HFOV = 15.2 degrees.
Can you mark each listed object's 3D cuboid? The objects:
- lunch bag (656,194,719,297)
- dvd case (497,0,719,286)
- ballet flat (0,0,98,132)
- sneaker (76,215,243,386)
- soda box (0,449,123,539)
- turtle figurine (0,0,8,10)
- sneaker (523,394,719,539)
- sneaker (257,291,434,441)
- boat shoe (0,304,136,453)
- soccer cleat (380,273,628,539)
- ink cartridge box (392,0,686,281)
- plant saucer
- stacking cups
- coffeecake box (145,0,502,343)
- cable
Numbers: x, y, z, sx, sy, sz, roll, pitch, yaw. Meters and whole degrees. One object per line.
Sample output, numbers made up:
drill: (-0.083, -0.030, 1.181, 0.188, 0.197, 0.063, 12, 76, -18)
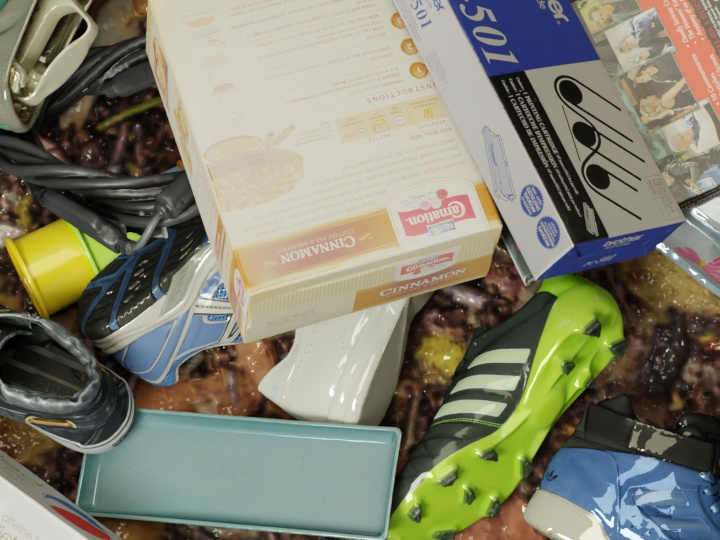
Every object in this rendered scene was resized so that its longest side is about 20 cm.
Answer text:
lunch bag: (0.245, -0.079, 1.649, 0.200, 0.127, 0.170, 40, 82, 6)
dvd case: (0.156, -0.097, 1.593, 0.199, 0.022, 0.146, -26, 73, 0)
ballet flat: (-0.175, -0.174, 1.647, 0.064, 0.067, 0.201, 27, 86, 28)
sneaker: (-0.076, -0.007, 1.646, 0.200, 0.077, 0.076, -35, 35, 4)
soda box: (-0.212, 0.154, 1.612, 0.200, 0.068, 0.064, 35, 93, 11)
turtle figurine: (-0.227, -0.198, 1.700, 0.101, 0.150, 0.200, 37, 85, -6)
sneaker: (0.208, 0.146, 1.604, 0.199, 0.077, 0.112, 27, 85, 16)
sneaker: (0.000, 0.000, 1.663, 0.088, 0.075, 0.201, 20, 75, 20)
boat shoe: (-0.231, 0.043, 1.633, 0.200, 0.091, 0.071, 21, 73, 16)
soccer cleat: (0.079, 0.084, 1.639, 0.200, 0.068, 0.081, -48, 41, 0)
ink cartridge box: (0.099, -0.097, 1.542, 0.094, 0.044, 0.201, -12, 68, -40)
plant saucer: (-0.073, 0.124, 1.629, 0.199, 0.019, 0.070, 4, 72, 15)
stacking cups: (-0.122, -0.037, 1.686, 0.199, 0.061, 0.061, -27, 74, -12)
coffeecake box: (-0.024, -0.078, 1.566, 0.153, 0.073, 0.201, -15, 68, -12)
cable: (-0.140, -0.094, 1.661, 0.163, 0.051, 0.200, -43, 46, -17)
